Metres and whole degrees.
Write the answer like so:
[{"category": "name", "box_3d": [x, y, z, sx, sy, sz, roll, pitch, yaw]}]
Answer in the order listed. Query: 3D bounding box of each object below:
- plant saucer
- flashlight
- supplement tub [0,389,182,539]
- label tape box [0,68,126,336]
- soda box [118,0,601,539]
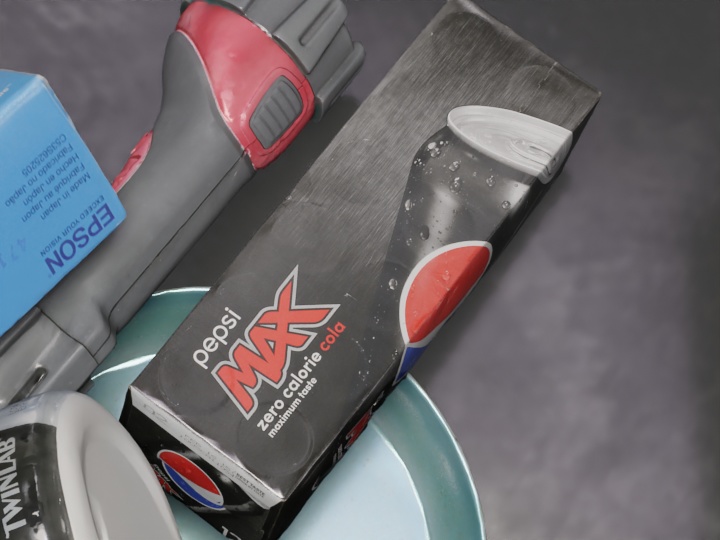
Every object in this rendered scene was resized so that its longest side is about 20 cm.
[{"category": "plant saucer", "box_3d": [-0.054, 0.106, 1.053, 0.199, 0.027, 0.202, 1, 75, -3]}, {"category": "flashlight", "box_3d": [-0.081, -0.026, 1.051, 0.068, 0.068, 0.200, 38, 70, 4]}, {"category": "supplement tub", "box_3d": [-0.158, 0.127, 0.961, 0.199, 0.122, 0.123, -22, 78, 11]}, {"category": "label tape box", "box_3d": [-0.194, -0.008, 1.017, 0.143, 0.199, 0.066, -46, 120, -24]}, {"category": "soda box", "box_3d": [0.000, 0.000, 1.040, 0.071, 0.063, 0.200, 35, 65, 6]}]
